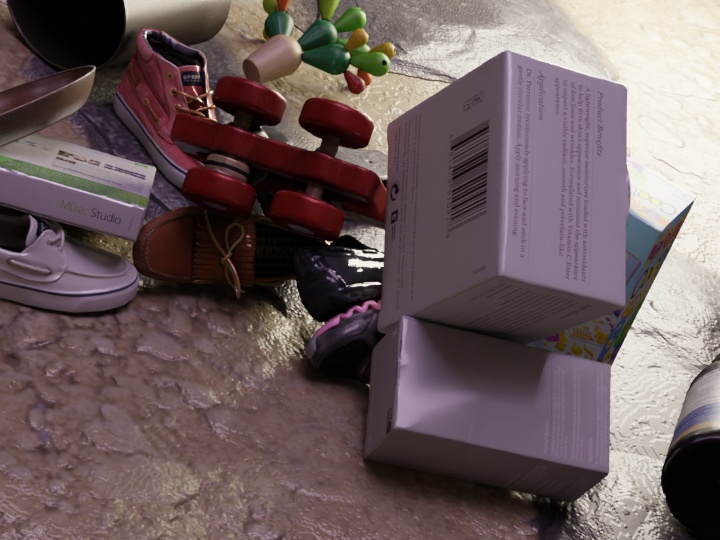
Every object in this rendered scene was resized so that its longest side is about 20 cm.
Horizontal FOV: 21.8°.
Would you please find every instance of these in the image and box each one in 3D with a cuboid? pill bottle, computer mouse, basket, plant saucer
[{"bbox_3d":[0.341,0.148,1.686,0.111,0.113,0.200,26,31,7],"label":"pill bottle"},{"bbox_3d":[0.040,-0.078,1.911,0.140,0.046,0.199,34,21,27],"label":"computer mouse"},{"bbox_3d":[-0.243,-0.290,1.974,0.180,0.137,0.199,29,26,29],"label":"basket"},{"bbox_3d":[-0.327,-0.135,1.680,0.198,0.032,0.200,-20,13,5],"label":"plant saucer"}]

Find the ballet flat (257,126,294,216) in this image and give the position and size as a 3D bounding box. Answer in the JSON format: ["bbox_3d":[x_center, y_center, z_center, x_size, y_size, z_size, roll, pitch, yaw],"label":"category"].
[{"bbox_3d":[-0.094,-0.093,1.855,0.066,0.057,0.200,4,28,-16],"label":"ballet flat"}]

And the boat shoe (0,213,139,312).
[{"bbox_3d":[-0.280,-0.017,1.588,0.198,0.066,0.072,12,32,-17],"label":"boat shoe"}]

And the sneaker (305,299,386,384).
[{"bbox_3d":[0.049,0.086,1.646,0.198,0.079,0.096,3,51,-25],"label":"sneaker"}]

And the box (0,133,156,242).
[{"bbox_3d":[-0.258,-0.079,1.666,0.143,0.037,0.200,16,11,-7],"label":"box"}]

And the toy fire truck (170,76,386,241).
[{"bbox_3d":[-0.068,-0.088,1.683,0.198,0.113,0.168,16,-10,12],"label":"toy fire truck"}]

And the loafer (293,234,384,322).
[{"bbox_3d":[0.000,0.000,1.697,0.071,0.068,0.200,64,24,9],"label":"loafer"}]

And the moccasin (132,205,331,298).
[{"bbox_3d":[-0.112,-0.015,1.682,0.200,0.074,0.077,8,4,-37],"label":"moccasin"}]

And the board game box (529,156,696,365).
[{"bbox_3d":[0.215,0.003,1.742,0.104,0.201,0.103,32,32,15],"label":"board game box"}]

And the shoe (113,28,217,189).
[{"bbox_3d":[-0.172,-0.154,1.843,0.071,0.092,0.200,-9,43,-41],"label":"shoe"}]

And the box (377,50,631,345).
[{"bbox_3d":[0.119,-0.051,1.580,0.130,0.200,0.201,13,69,-27],"label":"box"}]

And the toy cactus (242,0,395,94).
[{"bbox_3d":[-0.063,-0.249,2.084,0.164,0.103,0.200,-31,59,-31],"label":"toy cactus"}]

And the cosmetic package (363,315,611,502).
[{"bbox_3d":[0.108,0.119,1.577,0.198,0.090,0.108,14,62,-12],"label":"cosmetic package"}]
